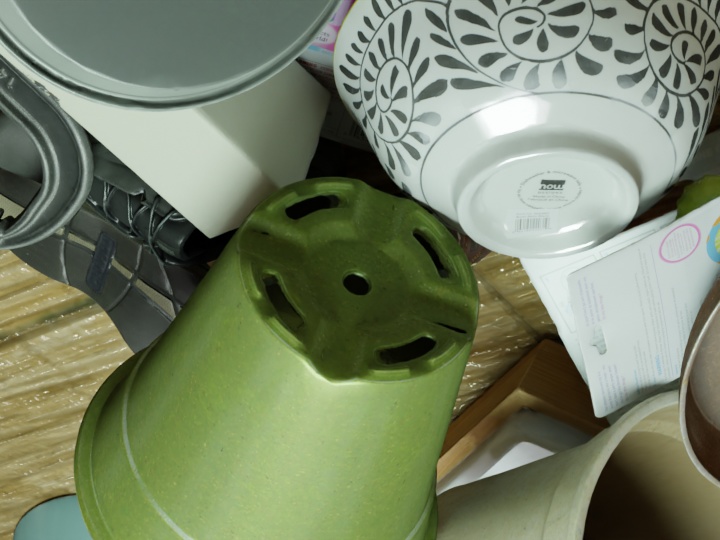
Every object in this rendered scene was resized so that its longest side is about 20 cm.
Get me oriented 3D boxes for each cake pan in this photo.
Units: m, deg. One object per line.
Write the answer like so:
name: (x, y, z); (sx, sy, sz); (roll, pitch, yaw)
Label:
cake pan: (-0.085, -0.167, 1.048); (0.200, 0.201, 0.037); (30, -177, -21)

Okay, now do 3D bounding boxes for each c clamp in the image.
c clamp: (-0.235, -0.081, 1.286); (0.200, 0.027, 0.171); (39, 128, 6)

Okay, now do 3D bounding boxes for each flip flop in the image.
flip flop: (-0.126, -0.003, 1.360); (0.199, 0.058, 0.081); (34, 127, 9)

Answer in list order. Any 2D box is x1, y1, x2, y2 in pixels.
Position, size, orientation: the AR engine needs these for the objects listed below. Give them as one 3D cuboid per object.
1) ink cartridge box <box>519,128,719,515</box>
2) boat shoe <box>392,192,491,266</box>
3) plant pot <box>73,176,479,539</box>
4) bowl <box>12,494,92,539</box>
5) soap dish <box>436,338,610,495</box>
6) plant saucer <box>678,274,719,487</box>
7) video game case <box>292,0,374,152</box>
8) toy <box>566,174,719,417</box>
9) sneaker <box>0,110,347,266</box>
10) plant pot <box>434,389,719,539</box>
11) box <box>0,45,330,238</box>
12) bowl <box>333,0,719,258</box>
ink cartridge box: (0.192, 0.020, 1.289); (0.159, 0.047, 0.201); (-23, 109, 24)
boat shoe: (0.000, 0.000, 1.324); (0.070, 0.071, 0.199); (-16, -179, -38)
plant pot: (-0.026, 0.059, 1.187); (0.199, 0.201, 0.190); (19, 139, -7)
bowl: (-0.163, 0.256, 1.685); (0.199, 0.106, 0.201); (9, 144, 6)
soap dish: (0.145, 0.129, 1.439); (0.199, 0.082, 0.157); (24, 142, -14)
plant saucer: (0.240, 0.028, 1.194); (0.199, 0.035, 0.201); (-15, 132, -18)
video game case: (-0.011, -0.132, 1.195); (0.199, 0.024, 0.182); (17, 143, -3)
toy: (0.189, -0.017, 1.190); (0.199, 0.047, 0.116); (-25, 138, -6)
sneaker: (-0.111, -0.050, 1.278); (0.198, 0.091, 0.076); (8, 145, 9)
plant pot: (0.122, 0.174, 1.274); (0.200, 0.201, 0.183); (37, 150, -28)
box: (-0.108, -0.110, 1.171); (0.068, 0.083, 0.200); (-20, 129, 38)
bowl: (0.087, -0.068, 1.153); (0.199, 0.095, 0.201); (-1, 145, -1)
